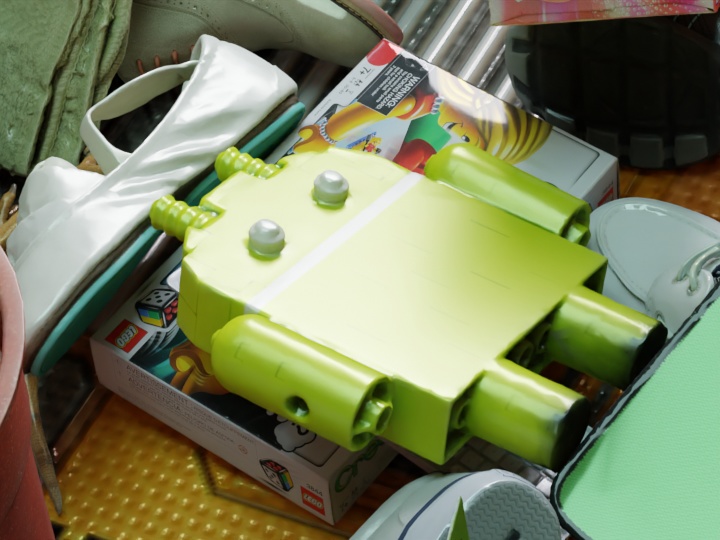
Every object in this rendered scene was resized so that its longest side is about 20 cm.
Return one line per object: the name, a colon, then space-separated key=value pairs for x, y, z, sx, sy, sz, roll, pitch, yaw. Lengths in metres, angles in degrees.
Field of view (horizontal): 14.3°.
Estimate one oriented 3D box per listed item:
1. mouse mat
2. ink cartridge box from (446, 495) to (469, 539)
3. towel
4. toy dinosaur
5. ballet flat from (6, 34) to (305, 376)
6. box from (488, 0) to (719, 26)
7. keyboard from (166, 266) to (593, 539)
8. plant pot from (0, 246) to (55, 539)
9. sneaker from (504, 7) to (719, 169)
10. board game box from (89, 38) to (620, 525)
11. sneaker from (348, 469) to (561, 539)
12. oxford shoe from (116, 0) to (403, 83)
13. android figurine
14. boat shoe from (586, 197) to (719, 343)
mouse mat: x=0.187 y=0.084 z=1.026 sx=0.200 sy=0.008 sz=0.161 roll=40 pitch=84 yaw=19
ink cartridge box: x=0.055 y=0.195 z=0.922 sx=0.075 sy=0.148 sz=0.201 roll=2 pitch=48 yaw=15
towel: x=-0.178 y=-0.136 z=1.314 sx=0.199 sy=0.149 sz=0.036 roll=27 pitch=14 yaw=34
toy dinosaur: x=-0.124 y=-0.004 z=1.215 sx=0.106 sy=0.061 sz=0.200 roll=17 pitch=54 yaw=25
ballet flat: x=-0.100 y=-0.032 z=1.179 sx=0.069 sy=0.070 sz=0.200 roll=18 pitch=44 yaw=28
box: x=0.110 y=-0.172 z=1.222 sx=0.094 sy=0.103 sz=0.200 roll=-2 pitch=15 yaw=12
keyboard: x=0.014 y=0.040 z=1.127 sx=0.200 sy=0.011 sz=0.056 roll=34 pitch=62 yaw=25
plant pot: x=-0.192 y=0.103 z=1.037 sx=0.199 sy=0.196 sz=0.202 roll=-7 pitch=47 yaw=7
sneaker: x=0.161 y=-0.087 z=1.227 sx=0.199 sy=0.076 sz=0.079 roll=8 pitch=30 yaw=18
board game box: x=0.000 y=0.000 z=1.189 sx=0.126 sy=0.035 sz=0.200 roll=28 pitch=60 yaw=26
sneaker: x=-0.005 y=0.155 z=1.040 sx=0.200 sy=0.073 sz=0.071 roll=-47 pitch=16 yaw=-15
oxford shoe: x=-0.074 y=-0.111 z=1.310 sx=0.199 sy=0.071 sz=0.074 roll=15 pitch=74 yaw=29
android figurine: x=0.013 y=0.007 z=1.111 sx=0.199 sy=0.041 sz=0.182 roll=27 pitch=40 yaw=24
boat shoe: x=0.154 y=0.017 z=1.120 sx=0.073 sy=0.067 sz=0.200 roll=-35 pitch=49 yaw=-19
